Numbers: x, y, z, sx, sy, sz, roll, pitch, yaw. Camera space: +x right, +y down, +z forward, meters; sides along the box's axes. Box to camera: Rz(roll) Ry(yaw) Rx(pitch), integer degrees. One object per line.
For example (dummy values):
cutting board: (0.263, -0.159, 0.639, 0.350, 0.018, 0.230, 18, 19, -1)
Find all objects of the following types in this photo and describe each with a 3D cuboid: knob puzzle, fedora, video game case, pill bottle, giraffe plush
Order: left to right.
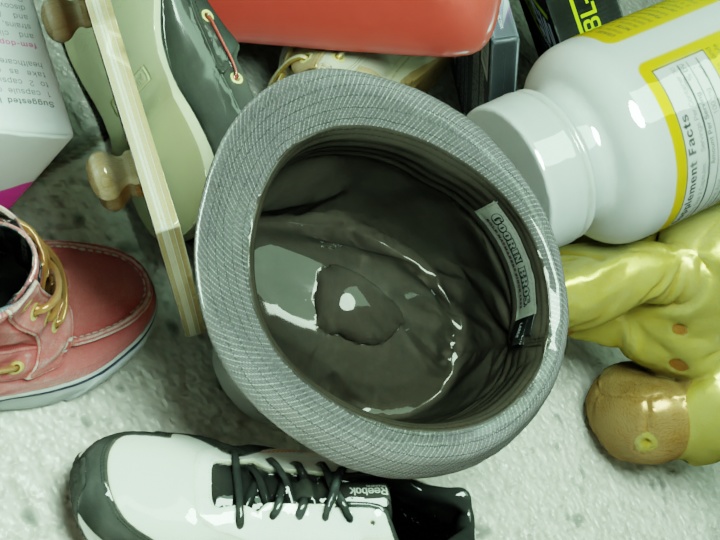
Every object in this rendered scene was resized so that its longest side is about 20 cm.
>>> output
knob puzzle: (-0.114, -0.082, 0.741, 0.030, 0.220, 0.221, -17, 67, -6)
fedora: (-0.003, 0.008, 0.789, 0.199, 0.090, 0.178, 17, 71, -26)
video game case: (0.063, -0.162, 1.024, 0.019, 0.143, 0.201, -8, 56, -3)
pill bottle: (0.154, -0.081, 0.906, 0.199, 0.111, 0.112, -23, 76, -24)
giraffe plush: (0.177, 0.039, 0.977, 0.173, 0.198, 0.163, -63, 143, -63)

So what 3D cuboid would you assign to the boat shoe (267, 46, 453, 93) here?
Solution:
boat shoe: (-0.017, -0.101, 0.955, 0.069, 0.074, 0.200, 41, 37, 5)

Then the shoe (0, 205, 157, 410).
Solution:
shoe: (-0.145, 0.012, 0.720, 0.199, 0.091, 0.072, -15, 71, -48)

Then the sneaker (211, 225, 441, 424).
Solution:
sneaker: (0.000, 0.000, 0.880, 0.079, 0.079, 0.200, 48, 41, -4)

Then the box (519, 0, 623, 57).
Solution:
box: (0.116, -0.182, 1.036, 0.200, 0.047, 0.194, -103, 173, -60)

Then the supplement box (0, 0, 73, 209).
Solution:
supplement box: (-0.213, -0.118, 0.751, 0.103, 0.101, 0.201, 0, 60, -43)

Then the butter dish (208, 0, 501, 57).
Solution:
butter dish: (-0.015, -0.225, 0.948, 0.198, 0.202, 0.148, 5, 9, 2)

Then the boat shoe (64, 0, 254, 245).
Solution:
boat shoe: (-0.100, -0.107, 0.874, 0.063, 0.074, 0.203, -2, 65, -49)

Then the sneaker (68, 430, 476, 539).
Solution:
sneaker: (-0.034, 0.103, 0.767, 0.199, 0.080, 0.074, 16, 52, -33)
